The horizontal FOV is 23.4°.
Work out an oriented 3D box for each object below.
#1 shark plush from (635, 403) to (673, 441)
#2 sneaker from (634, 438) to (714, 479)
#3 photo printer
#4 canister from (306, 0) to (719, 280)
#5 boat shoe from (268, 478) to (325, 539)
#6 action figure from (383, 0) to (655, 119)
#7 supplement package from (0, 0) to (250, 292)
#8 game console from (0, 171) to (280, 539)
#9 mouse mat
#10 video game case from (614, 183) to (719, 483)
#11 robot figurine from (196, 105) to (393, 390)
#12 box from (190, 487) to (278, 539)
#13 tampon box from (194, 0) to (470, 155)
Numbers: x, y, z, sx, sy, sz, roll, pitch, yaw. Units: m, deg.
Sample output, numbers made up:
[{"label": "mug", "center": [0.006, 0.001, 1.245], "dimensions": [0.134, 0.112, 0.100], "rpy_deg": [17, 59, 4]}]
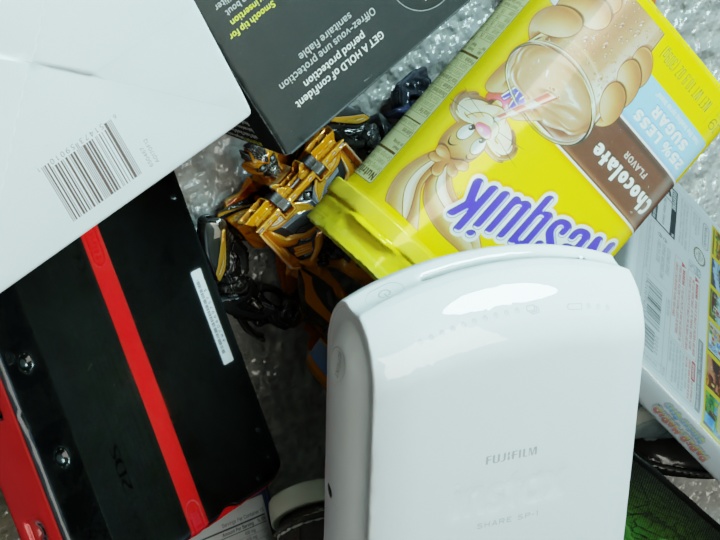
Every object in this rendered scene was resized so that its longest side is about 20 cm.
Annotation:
[{"label": "shark plush", "center": [0.136, 0.083, 1.025], "dimensions": [0.198, 0.091, 0.084], "rpy_deg": [-1, 124, -34]}, {"label": "sneaker", "center": [0.242, 0.091, 1.147], "dimensions": [0.198, 0.074, 0.090], "rpy_deg": [-2, 93, -35]}, {"label": "photo printer", "center": [0.061, 0.084, 0.877], "dimensions": [0.165, 0.069, 0.202], "rpy_deg": [-9, 117, -22]}, {"label": "canister", "center": [0.089, -0.056, 0.925], "dimensions": [0.200, 0.087, 0.148], "rpy_deg": [-49, 120, -1]}, {"label": "boat shoe", "center": [0.030, 0.173, 0.994], "dimensions": [0.200, 0.072, 0.061], "rpy_deg": [21, 47, -38]}, {"label": "action figure", "center": [0.117, -0.125, 1.003], "dimensions": [0.198, 0.104, 0.196], "rpy_deg": [-8, 96, -29]}, {"label": "supplement package", "center": [-0.179, -0.105, 0.782], "dimensions": [0.151, 0.200, 0.152], "rpy_deg": [-36, 117, -16]}, {"label": "game console", "center": [-0.127, 0.049, 0.886], "dimensions": [0.177, 0.031, 0.202], "rpy_deg": [-30, 103, -54]}, {"label": "mouse mat", "center": [0.130, 0.163, 1.052], "dimensions": [0.200, 0.160, 0.008], "rpy_deg": [38, 38, -41]}, {"label": "video game case", "center": [0.212, 0.043, 1.044], "dimensions": [0.023, 0.201, 0.182], "rpy_deg": [-34, 112, 32]}, {"label": "robot figurine", "center": [0.000, 0.000, 0.990], "dimensions": [0.145, 0.058, 0.200], "rpy_deg": [-48, 120, -12]}, {"label": "box", "center": [-0.099, 0.127, 0.936], "dimensions": [0.121, 0.032, 0.202], "rpy_deg": [-14, 91, -49]}, {"label": "tampon box", "center": [-0.059, -0.188, 0.872], "dimensions": [0.150, 0.126, 0.201], "rpy_deg": [-40, 119, -14]}]
